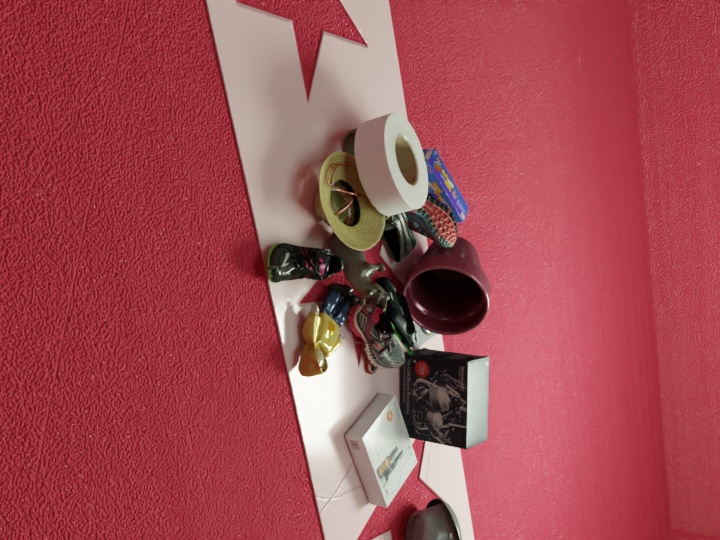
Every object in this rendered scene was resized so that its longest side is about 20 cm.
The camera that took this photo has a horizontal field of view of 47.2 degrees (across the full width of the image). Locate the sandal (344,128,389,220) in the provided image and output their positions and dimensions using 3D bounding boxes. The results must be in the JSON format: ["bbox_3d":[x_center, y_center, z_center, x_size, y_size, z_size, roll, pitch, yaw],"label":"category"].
[{"bbox_3d":[0.007,-0.193,1.713,0.057,0.080,0.202,-55,128,-68],"label":"sandal"}]

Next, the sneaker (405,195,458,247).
[{"bbox_3d":[0.135,-0.125,1.856,0.200,0.095,0.079,43,62,-17],"label":"sneaker"}]

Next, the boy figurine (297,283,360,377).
[{"bbox_3d":[-0.071,0.119,1.636,0.124,0.064,0.200,60,43,-40],"label":"boy figurine"}]

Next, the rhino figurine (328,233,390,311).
[{"bbox_3d":[0.000,0.000,1.664,0.087,0.060,0.200,-7,60,-43],"label":"rhino figurine"}]

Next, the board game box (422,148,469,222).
[{"bbox_3d":[0.144,-0.187,1.859,0.200,0.134,0.045,53,50,-42],"label":"board game box"}]

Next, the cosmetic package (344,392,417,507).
[{"bbox_3d":[0.050,0.397,1.828,0.151,0.052,0.200,-48,128,-46],"label":"cosmetic package"}]

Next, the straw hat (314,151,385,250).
[{"bbox_3d":[-0.044,-0.130,1.643,0.201,0.085,0.202,18,66,-47],"label":"straw hat"}]

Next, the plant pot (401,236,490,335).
[{"bbox_3d":[0.205,0.020,1.918,0.179,0.199,0.200,-73,147,-53],"label":"plant pot"}]

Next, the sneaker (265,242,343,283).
[{"bbox_3d":[-0.105,-0.016,1.563,0.200,0.084,0.077,-10,99,-54],"label":"sneaker"}]

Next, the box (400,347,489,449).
[{"bbox_3d":[0.194,0.292,1.907,0.104,0.182,0.201,-5,96,-54],"label":"box"}]

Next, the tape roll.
[{"bbox_3d":[0.065,-0.216,1.677,0.202,0.071,0.203,35,49,-52],"label":"tape roll"}]

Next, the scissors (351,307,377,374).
[{"bbox_3d":[0.015,0.136,1.802,0.073,0.014,0.201,-38,121,-44],"label":"scissors"}]

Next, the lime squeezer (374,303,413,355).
[{"bbox_3d":[0.065,0.108,1.819,0.038,0.071,0.200,-48,134,-19],"label":"lime squeezer"}]

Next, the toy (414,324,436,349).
[{"bbox_3d":[0.193,0.104,2.015,0.200,0.047,0.116,-30,114,-50],"label":"toy"}]

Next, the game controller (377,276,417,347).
[{"bbox_3d":[0.077,0.085,1.770,0.104,0.042,0.200,46,12,-21],"label":"game controller"}]

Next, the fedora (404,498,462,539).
[{"bbox_3d":[0.162,0.639,1.930,0.090,0.177,0.201,1,100,-25],"label":"fedora"}]

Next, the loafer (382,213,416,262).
[{"bbox_3d":[0.066,-0.096,1.814,0.063,0.072,0.200,-60,138,-25],"label":"loafer"}]

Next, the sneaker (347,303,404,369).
[{"bbox_3d":[0.045,0.148,1.769,0.200,0.074,0.081,53,52,-40],"label":"sneaker"}]
